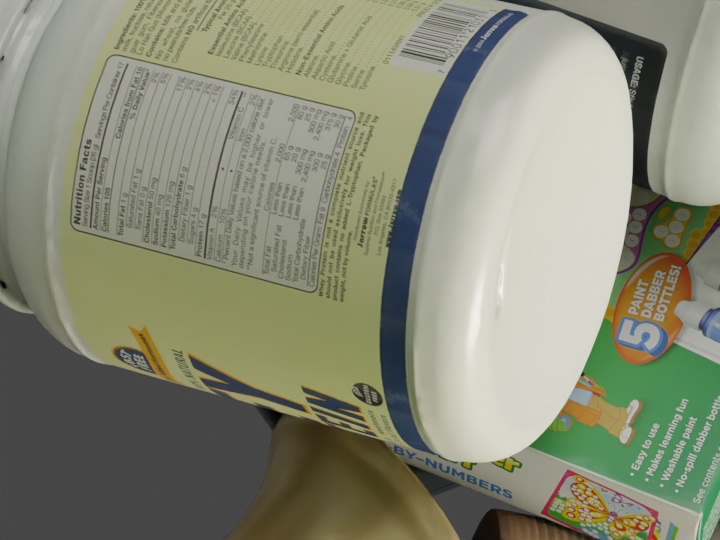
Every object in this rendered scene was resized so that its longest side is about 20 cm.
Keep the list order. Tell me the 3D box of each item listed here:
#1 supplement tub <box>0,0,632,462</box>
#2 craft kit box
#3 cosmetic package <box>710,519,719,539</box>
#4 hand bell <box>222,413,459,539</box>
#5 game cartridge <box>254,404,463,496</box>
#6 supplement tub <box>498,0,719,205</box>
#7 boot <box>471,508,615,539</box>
[{"bbox_3d":[-0.025,-0.029,0.964,0.199,0.146,0.145,14,42,23],"label":"supplement tub"},{"bbox_3d":[0.067,-0.011,1.076,0.196,0.049,0.201,18,55,17],"label":"craft kit box"},{"bbox_3d":[0.128,0.005,1.146,0.103,0.073,0.201,-8,53,-24],"label":"cosmetic package"},{"bbox_3d":[-0.066,0.140,0.965,0.200,0.104,0.104,-35,66,-25],"label":"hand bell"},{"bbox_3d":[0.000,0.000,1.132,0.133,0.041,0.200,-19,58,-28],"label":"game cartridge"},{"bbox_3d":[0.089,-0.106,1.033,0.199,0.141,0.141,21,45,15],"label":"supplement tub"},{"bbox_3d":[0.110,0.172,0.993,0.154,0.074,0.201,16,49,-11],"label":"boot"}]
